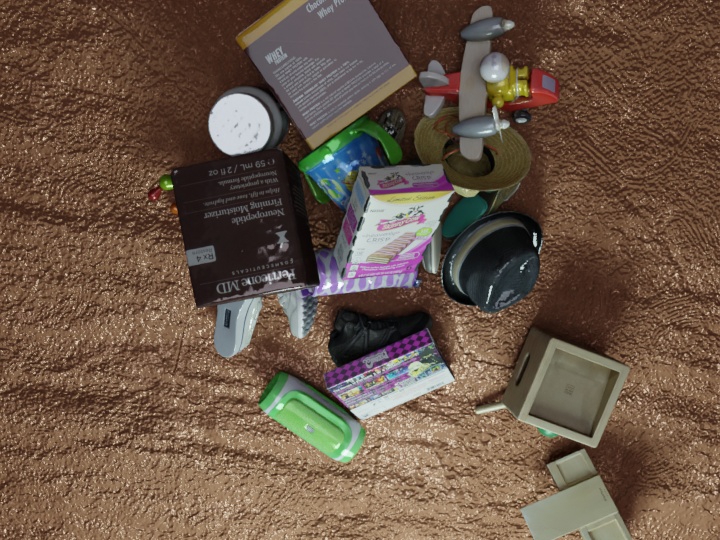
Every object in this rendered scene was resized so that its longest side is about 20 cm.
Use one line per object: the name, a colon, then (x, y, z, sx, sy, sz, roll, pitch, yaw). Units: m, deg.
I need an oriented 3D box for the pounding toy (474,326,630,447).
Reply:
pounding toy: (0.343, 0.220, 1.188, 0.184, 0.142, 0.200, 21, 94, -6)

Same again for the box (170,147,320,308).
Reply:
box: (-0.165, -0.059, 0.971, 0.165, 0.164, 0.201, -11, 89, 2)

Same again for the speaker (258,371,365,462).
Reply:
speaker: (-0.090, 0.275, 1.214, 0.200, 0.088, 0.089, 36, 103, -10)

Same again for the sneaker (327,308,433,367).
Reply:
sneaker: (0.027, 0.108, 1.170, 0.199, 0.076, 0.114, -25, 111, 12)

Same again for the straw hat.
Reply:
straw hat: (0.175, -0.173, 1.066, 0.200, 0.201, 0.085, 7, 142, -2)

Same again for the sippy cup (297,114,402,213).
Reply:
sippy cup: (-0.011, -0.158, 1.040, 0.140, 0.178, 0.130, -36, 101, -4)

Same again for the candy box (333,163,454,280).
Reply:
candy box: (0.046, -0.071, 0.998, 0.136, 0.061, 0.200, -6, 144, -20)

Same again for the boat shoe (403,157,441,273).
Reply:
boat shoe: (0.105, -0.094, 1.108, 0.057, 0.067, 0.201, -2, 87, 18)

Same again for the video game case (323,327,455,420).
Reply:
video game case: (0.057, 0.192, 1.162, 0.200, 0.036, 0.181, -25, 145, 7)

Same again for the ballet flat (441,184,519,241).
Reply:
ballet flat: (0.222, -0.123, 1.116, 0.071, 0.071, 0.200, 34, 105, -9)

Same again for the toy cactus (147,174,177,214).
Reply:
toy cactus: (-0.245, -0.124, 1.104, 0.200, 0.102, 0.165, 35, 92, 2)

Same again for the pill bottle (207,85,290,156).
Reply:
pill bottle: (-0.172, -0.231, 1.009, 0.109, 0.200, 0.110, 0, 106, 0)

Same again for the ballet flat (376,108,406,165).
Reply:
ballet flat: (0.029, -0.178, 1.104, 0.067, 0.046, 0.200, 20, 105, -5)

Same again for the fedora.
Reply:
fedora: (0.237, 0.001, 1.100, 0.200, 0.092, 0.201, -9, 127, -12)

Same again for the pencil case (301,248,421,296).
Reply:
pencil case: (0.000, 0.000, 1.115, 0.199, 0.084, 0.086, -2, 142, -19)

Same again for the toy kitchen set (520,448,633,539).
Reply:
toy kitchen set: (0.413, 0.489, 1.283, 0.163, 0.180, 0.200, -25, 65, 4)

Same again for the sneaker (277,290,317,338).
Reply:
sneaker: (-0.130, 0.024, 1.160, 0.082, 0.075, 0.201, -4, 102, 19)

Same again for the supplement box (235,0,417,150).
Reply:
supplement box: (-0.050, -0.333, 1.015, 0.197, 0.133, 0.200, -34, 104, 9)

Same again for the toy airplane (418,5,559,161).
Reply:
toy airplane: (0.189, -0.299, 1.018, 0.199, 0.141, 0.200, -37, 81, -5)

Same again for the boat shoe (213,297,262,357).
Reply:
boat shoe: (-0.210, 0.059, 1.162, 0.071, 0.070, 0.201, 21, 112, 25)
